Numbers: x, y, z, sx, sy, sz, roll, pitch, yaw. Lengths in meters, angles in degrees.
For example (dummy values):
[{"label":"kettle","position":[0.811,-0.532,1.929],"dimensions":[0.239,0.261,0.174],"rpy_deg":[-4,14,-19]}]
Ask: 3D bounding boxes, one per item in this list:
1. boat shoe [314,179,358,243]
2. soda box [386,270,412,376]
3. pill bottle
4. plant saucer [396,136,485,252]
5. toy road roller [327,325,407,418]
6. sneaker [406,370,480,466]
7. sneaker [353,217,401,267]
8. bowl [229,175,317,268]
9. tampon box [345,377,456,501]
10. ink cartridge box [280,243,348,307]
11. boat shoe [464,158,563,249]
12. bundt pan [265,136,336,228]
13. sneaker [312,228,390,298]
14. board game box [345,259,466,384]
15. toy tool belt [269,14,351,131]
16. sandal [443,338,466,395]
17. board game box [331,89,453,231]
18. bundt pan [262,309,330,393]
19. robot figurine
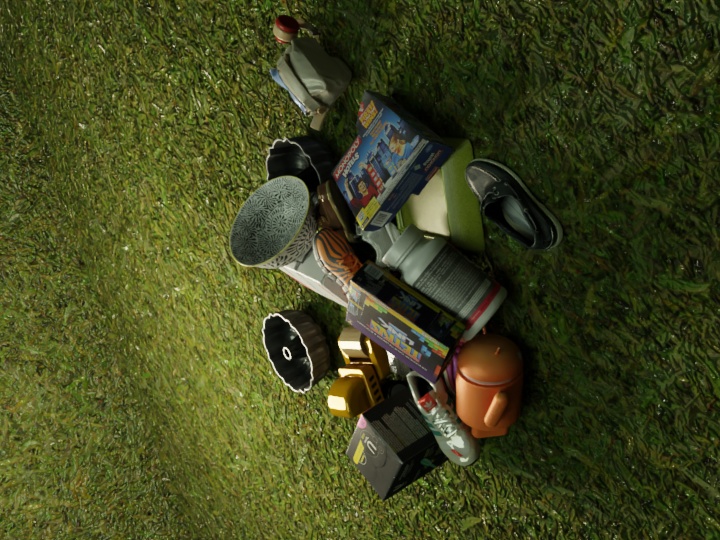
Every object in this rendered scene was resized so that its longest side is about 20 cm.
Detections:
[{"label":"boat shoe","position":[-0.054,-0.102,1.647],"dimensions":[0.200,0.067,0.072],"rpy_deg":[62,-159,-64]},{"label":"soda box","position":[0.082,0.103,1.696],"dimensions":[0.071,0.063,0.200],"rpy_deg":[9,118,52]},{"label":"pill bottle","position":[0.137,0.015,1.468],"dimensions":[0.200,0.111,0.111],"rpy_deg":[39,143,3]},{"label":"plant saucer","position":[0.117,-0.130,1.513],"dimensions":[0.200,0.048,0.200],"rpy_deg":[16,123,50]},{"label":"toy road roller","position":[-0.003,0.221,1.814],"dimensions":[0.123,0.146,0.200],"rpy_deg":[-8,104,56]},{"label":"sneaker","position":[0.139,0.261,1.568],"dimensions":[0.070,0.093,0.200],"rpy_deg":[-37,57,15]},{"label":"sneaker","position":[0.016,-0.093,1.627],"dimensions":[0.200,0.082,0.075],"rpy_deg":[61,-177,7]},{"label":"bowl","position":[-0.152,-0.076,1.711],"dimensions":[0.201,0.201,0.094],"rpy_deg":[23,168,46]},{"label":"tampon box","position":[0.096,0.316,1.686],"dimensions":[0.126,0.200,0.150],"rpy_deg":[47,142,26]},{"label":"ink cartridge box","position":[-0.078,-0.003,1.777],"dimensions":[0.200,0.083,0.145],"rpy_deg":[23,169,45]},{"label":"boat shoe","position":[0.223,-0.100,1.364],"dimensions":[0.199,0.066,0.075],"rpy_deg":[50,142,22]},{"label":"bundt pan","position":[-0.105,-0.181,1.768],"dimensions":[0.202,0.076,0.202],"rpy_deg":[33,135,39]},{"label":"sneaker","position":[0.000,0.000,1.608],"dimensions":[0.200,0.078,0.112],"rpy_deg":[53,151,-15]},{"label":"board game box","position":[0.071,0.090,1.487],"dimensions":[0.200,0.057,0.165],"rpy_deg":[34,154,14]},{"label":"toy tool belt","position":[-0.113,-0.364,1.625],"dimensions":[0.200,0.125,0.123],"rpy_deg":[52,136,21]},{"label":"sandal","position":[0.171,0.142,1.577],"dimensions":[0.203,0.082,0.050],"rpy_deg":[64,173,-22]},{"label":"board game box","position":[0.040,-0.202,1.489],"dimensions":[0.200,0.062,0.200],"rpy_deg":[-52,47,30]},{"label":"bundt pan","position":[-0.142,0.178,2.033],"dimensions":[0.202,0.076,0.202],"rpy_deg":[33,135,40]},{"label":"robot figurine","position":[0.223,0.195,1.507],"dimensions":[0.116,0.144,0.200],"rpy_deg":[15,124,29]}]
